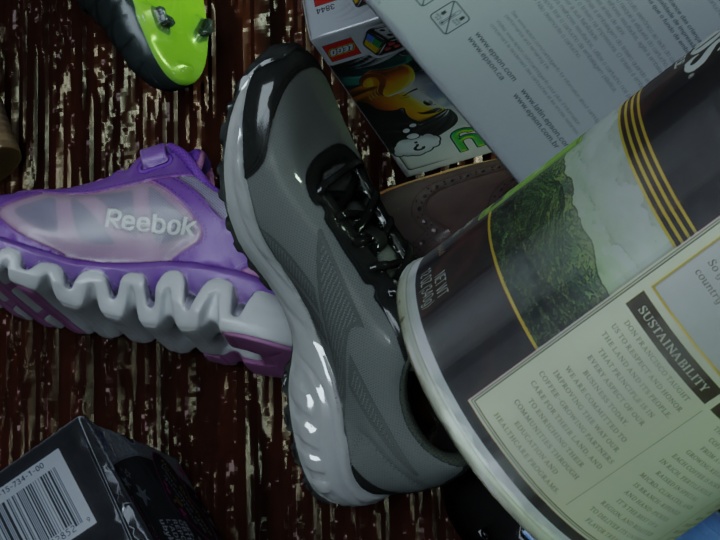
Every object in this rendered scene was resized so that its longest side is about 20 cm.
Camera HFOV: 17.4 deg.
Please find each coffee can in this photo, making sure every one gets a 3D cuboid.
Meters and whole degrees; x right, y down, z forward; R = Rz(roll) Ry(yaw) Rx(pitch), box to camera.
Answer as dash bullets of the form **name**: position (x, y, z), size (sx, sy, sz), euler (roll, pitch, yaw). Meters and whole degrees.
- **coffee can**: position (0.134, 0.000, 0.861), size (0.200, 0.146, 0.147), euler (-38, 68, 21)

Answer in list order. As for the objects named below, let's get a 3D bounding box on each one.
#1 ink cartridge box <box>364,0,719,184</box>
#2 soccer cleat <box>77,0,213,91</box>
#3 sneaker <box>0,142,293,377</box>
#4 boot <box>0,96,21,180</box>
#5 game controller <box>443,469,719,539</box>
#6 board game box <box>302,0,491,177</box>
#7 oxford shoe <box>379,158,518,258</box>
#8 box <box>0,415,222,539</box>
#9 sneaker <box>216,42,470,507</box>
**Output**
- **ink cartridge box**: position (0.101, -0.133, 0.875), size (0.199, 0.200, 0.041), euler (-26, 40, 21)
- **soccer cleat**: position (-0.130, -0.160, 1.103), size (0.081, 0.067, 0.201), euler (-35, 67, 26)
- **sneaker**: position (-0.104, -0.016, 1.051), size (0.199, 0.081, 0.089), euler (12, 76, 14)
- **boot**: position (-0.273, -0.076, 1.114), size (0.199, 0.077, 0.156), euler (-31, 71, 6)
- **game controller**: position (0.126, 0.120, 0.958), size (0.200, 0.042, 0.104), euler (43, 92, 23)
- **board game box**: position (0.089, -0.107, 0.978), size (0.199, 0.126, 0.035), euler (-16, 61, 14)
- **oxford shoe**: position (0.082, -0.022, 0.989), size (0.199, 0.073, 0.072), euler (-4, 77, 17)
- **box**: position (-0.147, 0.175, 0.996), size (0.199, 0.115, 0.133), euler (-34, 68, 7)
- **sneaker**: position (0.000, 0.000, 0.973), size (0.079, 0.074, 0.201), euler (-7, 107, 35)
